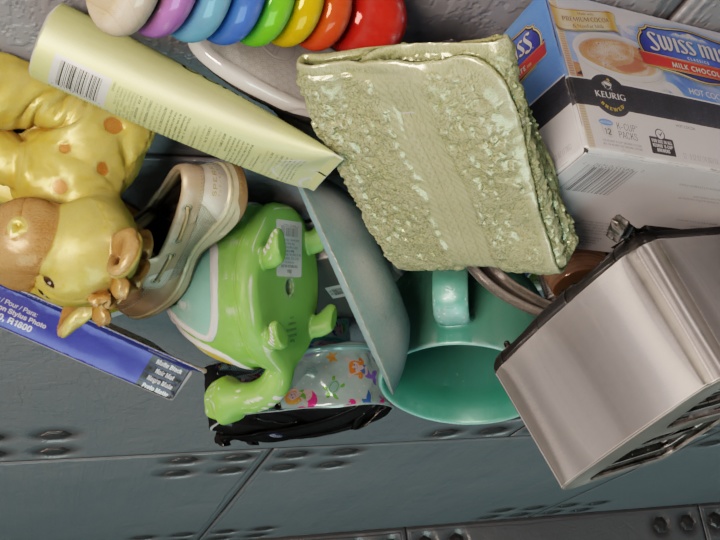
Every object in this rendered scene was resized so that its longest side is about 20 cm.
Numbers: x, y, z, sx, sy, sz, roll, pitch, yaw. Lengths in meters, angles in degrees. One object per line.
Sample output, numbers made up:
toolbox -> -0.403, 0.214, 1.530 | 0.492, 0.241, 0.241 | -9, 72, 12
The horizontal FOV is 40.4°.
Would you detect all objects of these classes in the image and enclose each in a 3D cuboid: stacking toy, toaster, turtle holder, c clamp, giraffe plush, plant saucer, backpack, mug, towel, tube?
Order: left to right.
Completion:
giraffe plush -> -0.211, -0.044, 0.689 | 0.199, 0.163, 0.173 | -4, 156, -7
tube -> -0.109, -0.104, 0.632 | 0.199, 0.058, 0.052 | 25, 115, -10
turtle holder -> -0.102, 0.031, 0.893 | 0.131, 0.141, 0.186 | 0, 119, 23
stacking toy -> -0.054, -0.164, 0.578 | 0.199, 0.086, 0.085 | 4, 155, -35
backpack -> -0.062, 0.126, 1.143 | 0.199, 0.151, 0.177 | -7, 167, 22
plant saucer -> 0.000, 0.000, 0.784 | 0.039, 0.202, 0.201 | -25, 156, -2
towel -> 0.051, -0.065, 0.629 | 0.148, 0.037, 0.200 | 1, 141, 28
mug -> 0.100, 0.048, 0.879 | 0.151, 0.115, 0.185 | 17, 144, -16
c clamp -> 0.143, -0.018, 0.857 | 0.171, 0.200, 0.027 | 33, 118, -18
toaster -> 0.212, 0.056, 0.704 | 0.199, 0.119, 0.181 | -4, 147, -38

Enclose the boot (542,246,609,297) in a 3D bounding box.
boot -> 0.204, -0.036, 0.846 | 0.074, 0.155, 0.200 | -36, 142, 28

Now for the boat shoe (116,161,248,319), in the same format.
boat shoe -> -0.168, -0.025, 0.812 | 0.065, 0.072, 0.200 | 3, 148, -40

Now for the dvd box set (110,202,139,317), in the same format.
dvd box set -> -0.246, -0.012, 0.923 | 0.146, 0.030, 0.200 | -17, 155, 20

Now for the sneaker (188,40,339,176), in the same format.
sneaker -> -0.049, -0.116, 0.692 | 0.199, 0.071, 0.099 | 13, 151, -38

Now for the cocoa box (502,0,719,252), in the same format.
cocoa box -> 0.189, -0.100, 0.724 | 0.199, 0.132, 0.133 | 5, 154, -27

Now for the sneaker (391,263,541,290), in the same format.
sneaker -> 0.126, -0.013, 0.953 | 0.199, 0.077, 0.076 | -3, 134, -21

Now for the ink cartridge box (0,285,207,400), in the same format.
ink cartridge box -> -0.254, 0.055, 0.864 | 0.199, 0.041, 0.200 | 28, 171, -24

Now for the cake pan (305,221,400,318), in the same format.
cake pan -> -0.021, 0.004, 1.020 | 0.199, 0.037, 0.200 | -6, 157, -3
